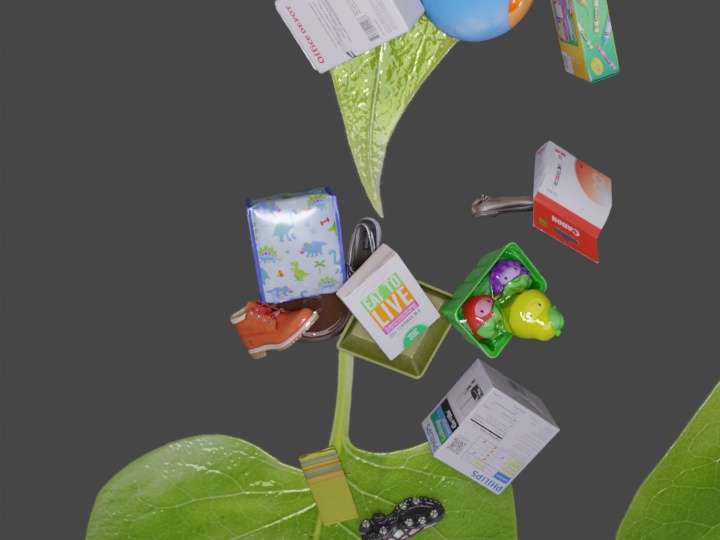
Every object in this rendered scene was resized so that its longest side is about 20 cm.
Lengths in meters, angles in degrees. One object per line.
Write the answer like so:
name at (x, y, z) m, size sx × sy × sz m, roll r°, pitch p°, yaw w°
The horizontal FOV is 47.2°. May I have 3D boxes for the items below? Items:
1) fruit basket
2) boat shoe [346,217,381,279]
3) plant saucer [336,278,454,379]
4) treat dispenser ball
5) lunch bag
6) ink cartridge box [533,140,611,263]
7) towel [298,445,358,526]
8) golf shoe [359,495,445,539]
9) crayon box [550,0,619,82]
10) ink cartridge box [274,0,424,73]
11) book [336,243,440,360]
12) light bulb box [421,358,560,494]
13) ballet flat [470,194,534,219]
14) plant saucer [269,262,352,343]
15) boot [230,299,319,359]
fruit basket at (0.285, 0.064, 1.579) m, size 0.216 × 0.216 × 0.156 m, roll -39°, pitch 112°, yaw 9°
boat shoe at (0.000, 0.000, 1.570) m, size 0.072 × 0.071 × 0.200 m, roll 1°, pitch 97°, yaw 23°
plant saucer at (0.076, 0.099, 1.671) m, size 0.200 × 0.048 × 0.200 m, roll 23°, pitch 107°, yaw -17°
treat dispenser ball at (0.192, -0.482, 1.360) m, size 0.201 × 0.201 × 0.201 m, roll -3°, pitch 113°, yaw -7°
lunch bag at (-0.118, -0.045, 1.540) m, size 0.170 × 0.127 × 0.200 m, roll -10°, pitch 104°, yaw -5°
ink cartridge box at (0.399, -0.132, 1.546) m, size 0.162 × 0.200 × 0.050 m, roll 28°, pitch 136°, yaw -18°
towel at (-0.069, 0.480, 1.829) m, size 0.086 × 0.018 × 0.200 m, roll -15°, pitch 115°, yaw 4°
golf shoe at (0.098, 0.576, 1.873) m, size 0.200 × 0.077 × 0.088 m, roll -19°, pitch 134°, yaw 2°
crayon box at (0.388, -0.442, 1.451) m, size 0.058 × 0.119 × 0.200 m, roll -20°, pitch 114°, yaw 0°
ink cartridge box at (-0.020, -0.435, 1.361) m, size 0.200 × 0.084 × 0.144 m, roll -15°, pitch 120°, yaw 38°
book at (0.054, 0.065, 1.565) m, size 0.134 × 0.048 × 0.200 m, roll -43°, pitch 129°, yaw -6°
light bulb box at (0.273, 0.333, 1.757) m, size 0.198 × 0.125 × 0.200 m, roll 34°, pitch 105°, yaw -20°
ballet flat at (0.312, -0.137, 1.606) m, size 0.200 × 0.067 × 0.046 m, roll -9°, pitch 81°, yaw -1°
plant saucer at (-0.095, 0.063, 1.638) m, size 0.200 × 0.037 × 0.201 m, roll -3°, pitch 114°, yaw -8°
boot at (-0.170, 0.098, 1.585) m, size 0.200 × 0.075 × 0.107 m, roll -23°, pitch 105°, yaw 38°
